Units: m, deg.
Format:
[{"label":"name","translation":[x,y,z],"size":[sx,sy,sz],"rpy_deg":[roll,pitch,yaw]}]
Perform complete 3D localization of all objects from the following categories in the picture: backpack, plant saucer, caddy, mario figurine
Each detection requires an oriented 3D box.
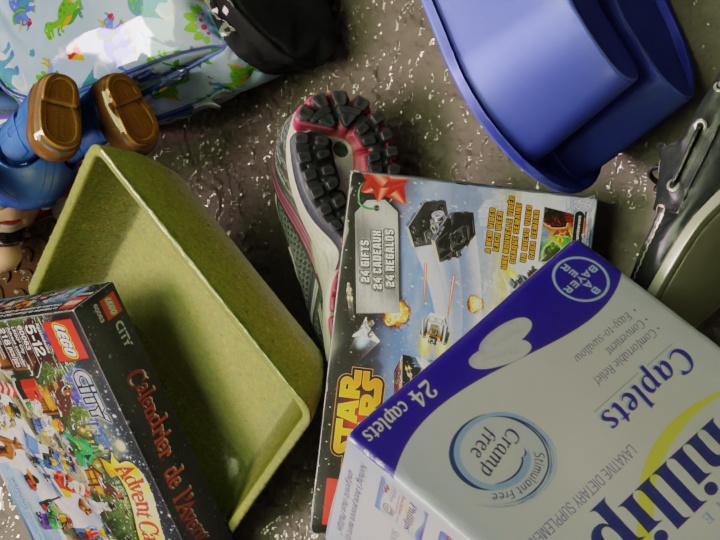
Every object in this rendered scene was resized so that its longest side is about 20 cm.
[{"label":"backpack","translation":[-0.134,-0.163,1.594],"size":[0.200,0.154,0.164],"rpy_deg":[-24,79,48]},{"label":"plant saucer","translation":[-0.100,0.036,1.537],"size":[0.200,0.048,0.200],"rpy_deg":[51,149,10]},{"label":"caddy","translation":[0.089,-0.139,1.405],"size":[0.105,0.141,0.200],"rpy_deg":[-31,68,27]},{"label":"mario figurine","translation":[-0.196,-0.043,1.564],"size":[0.200,0.123,0.106],"rpy_deg":[-30,34,52]}]

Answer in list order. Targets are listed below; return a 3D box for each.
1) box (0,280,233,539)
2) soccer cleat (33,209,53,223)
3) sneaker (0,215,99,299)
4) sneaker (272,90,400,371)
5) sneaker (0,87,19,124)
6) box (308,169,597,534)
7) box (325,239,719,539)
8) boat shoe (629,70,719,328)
[{"label":"box","translation":[-0.164,0.108,1.583],"size":[0.136,0.038,0.200],"rpy_deg":[-8,112,44]},{"label":"soccer cleat","translation":[-0.269,-0.029,1.725],"size":[0.200,0.069,0.085],"rpy_deg":[-25,76,39]},{"label":"sneaker","translation":[-0.217,0.031,1.676],"size":[0.200,0.090,0.067],"rpy_deg":[-33,70,-2]},{"label":"sneaker","translation":[0.000,0.000,1.514],"size":[0.075,0.080,0.200],"rpy_deg":[148,112,-66]},{"label":"sneaker","translation":[-0.274,-0.151,1.726],"size":[0.200,0.080,0.147],"rpy_deg":[6,94,44]},{"label":"box","translation":[0.051,0.051,1.441],"size":[0.137,0.040,0.201],"rpy_deg":[7,91,2]},{"label":"box","translation":[0.118,0.116,1.300],"size":[0.200,0.184,0.105],"rpy_deg":[38,147,20]},{"label":"boat shoe","translation":[0.185,-0.056,1.366],"size":[0.066,0.074,0.200],"rpy_deg":[39,110,35]}]
